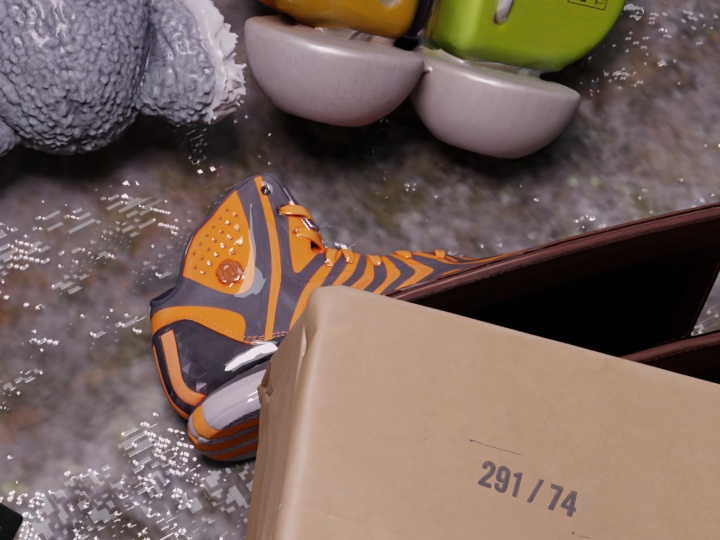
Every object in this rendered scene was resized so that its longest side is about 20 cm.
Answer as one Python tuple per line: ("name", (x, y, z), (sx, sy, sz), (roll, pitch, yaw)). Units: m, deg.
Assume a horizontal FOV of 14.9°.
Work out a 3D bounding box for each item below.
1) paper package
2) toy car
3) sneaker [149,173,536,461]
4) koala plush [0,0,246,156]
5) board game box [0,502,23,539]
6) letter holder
("paper package", (0.053, 0.125, 0.990), (0.199, 0.104, 0.191), (14, 57, -8))
("toy car", (0.025, -0.154, 1.273), (0.199, 0.150, 0.176), (9, 100, -26))
("sneaker", (0.000, 0.000, 1.217), (0.199, 0.078, 0.112), (-17, 65, -15))
("koala plush", (-0.148, -0.142, 1.243), (0.177, 0.184, 0.201), (-9, 74, -10))
("board game box", (-0.223, 0.159, 1.024), (0.135, 0.028, 0.201), (16, 75, 33))
("letter holder", (0.078, 0.063, 1.152), (0.199, 0.142, 0.101), (-16, 63, -14))
